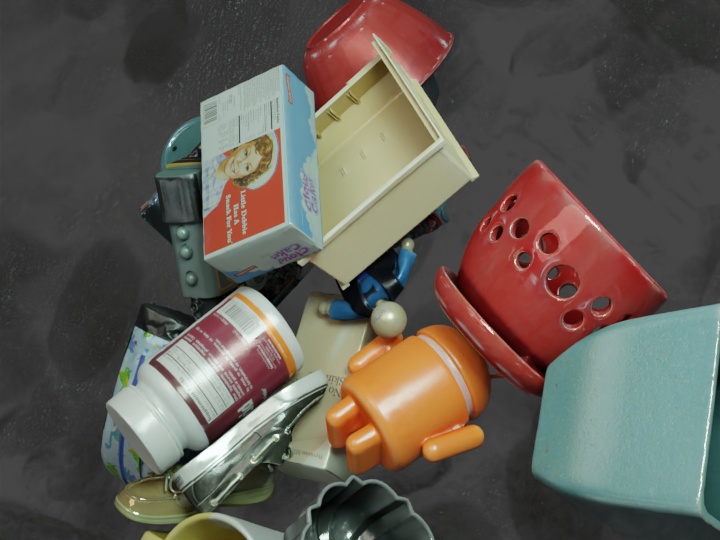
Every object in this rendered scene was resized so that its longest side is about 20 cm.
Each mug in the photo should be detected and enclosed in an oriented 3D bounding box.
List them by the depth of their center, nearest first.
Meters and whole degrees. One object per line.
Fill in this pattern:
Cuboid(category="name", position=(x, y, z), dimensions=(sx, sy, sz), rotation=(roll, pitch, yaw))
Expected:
Cuboid(category="mug", position=(-0.126, 0.320, 1.468), dimensions=(0.149, 0.153, 0.188), rotation=(-43, 62, 18))

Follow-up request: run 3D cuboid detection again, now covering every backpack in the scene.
Cuboid(category="backpack", position=(-0.225, 0.160, 1.616), dimensions=(0.153, 0.163, 0.202), rotation=(31, 89, 20))

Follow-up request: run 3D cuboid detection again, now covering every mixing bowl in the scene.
Cuboid(category="mixing bowl", position=(0.003, -0.258, 1.669), dimensions=(0.199, 0.109, 0.201), rotation=(-39, 18, 15))

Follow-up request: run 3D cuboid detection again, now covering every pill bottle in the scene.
Cuboid(category="pill bottle", position=(-0.168, 0.120, 1.498), dimensions=(0.199, 0.115, 0.114), rotation=(-38, 52, -19))

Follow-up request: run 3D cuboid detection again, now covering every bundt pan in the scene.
Cuboid(category="bundt pan", position=(-0.006, 0.317, 1.406), dimensions=(0.075, 0.200, 0.205), rotation=(-31, 52, 39))

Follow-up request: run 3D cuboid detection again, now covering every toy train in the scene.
Cuboid(category="toy train", position=(-0.169, -0.040, 1.567), dimensions=(0.084, 0.114, 0.203), rotation=(2, 109, 32))

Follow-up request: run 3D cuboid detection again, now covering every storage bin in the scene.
Cuboid(category="storage bin", position=(-0.005, -0.122, 1.513), dimensions=(0.199, 0.093, 0.200), rotation=(-40, 51, 13))

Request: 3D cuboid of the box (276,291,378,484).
Cuboid(category="box", position=(-0.033, 0.134, 1.570), dimensions=(0.094, 0.078, 0.203), rotation=(5, 68, 29))

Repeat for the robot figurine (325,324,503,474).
Cuboid(category="robot figurine", position=(0.059, 0.137, 1.482), dimensions=(0.199, 0.118, 0.143), rotation=(-32, 21, -17))

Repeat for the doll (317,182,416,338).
Cuboid(category="doll", position=(0.000, 0.000, 1.543), dimensions=(0.136, 0.048, 0.201), rotation=(-41, 51, 13))

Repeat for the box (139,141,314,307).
Cuboid(category="box", position=(-0.146, -0.052, 1.656), dimensions=(0.137, 0.200, 0.038), rotation=(-45, 18, 2))

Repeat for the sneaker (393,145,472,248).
Cuboid(category="sneaker", position=(0.056, -0.074, 1.628), dimensions=(0.095, 0.079, 0.201), rotation=(32, 83, 33))

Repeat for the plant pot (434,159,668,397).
Cuboid(category="plant pot", position=(0.191, 0.018, 1.441), dimensions=(0.183, 0.200, 0.201), rotation=(-46, 54, 7))

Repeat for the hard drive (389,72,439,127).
Cuboid(category="hard drive", position=(0.010, -0.154, 1.661), dimensions=(0.199, 0.042, 0.135), rotation=(-35, 19, 25))

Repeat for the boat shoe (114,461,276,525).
Cuboid(category="boat shoe", position=(-0.178, 0.230, 1.529), dimensions=(0.073, 0.198, 0.064), rotation=(32, 119, 49))

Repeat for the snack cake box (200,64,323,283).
Cuboid(category="snack cake box", position=(-0.106, -0.103, 1.472), dimensions=(0.114, 0.067, 0.203), rotation=(-19, 58, 26))

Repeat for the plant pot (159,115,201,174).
Cuboid(category="plant pot", position=(-0.176, -0.117, 1.735), dimensions=(0.197, 0.135, 0.203), rotation=(-12, 61, 22))

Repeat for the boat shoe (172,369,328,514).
Cuboid(category="boat shoe", position=(-0.106, 0.186, 1.490), dimensions=(0.199, 0.071, 0.064), rotation=(-38, 84, -14))

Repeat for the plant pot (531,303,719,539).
Cuboid(category="plant pot", position=(0.279, 0.163, 1.334), dimensions=(0.198, 0.196, 0.199), rotation=(-5, 63, 36))
